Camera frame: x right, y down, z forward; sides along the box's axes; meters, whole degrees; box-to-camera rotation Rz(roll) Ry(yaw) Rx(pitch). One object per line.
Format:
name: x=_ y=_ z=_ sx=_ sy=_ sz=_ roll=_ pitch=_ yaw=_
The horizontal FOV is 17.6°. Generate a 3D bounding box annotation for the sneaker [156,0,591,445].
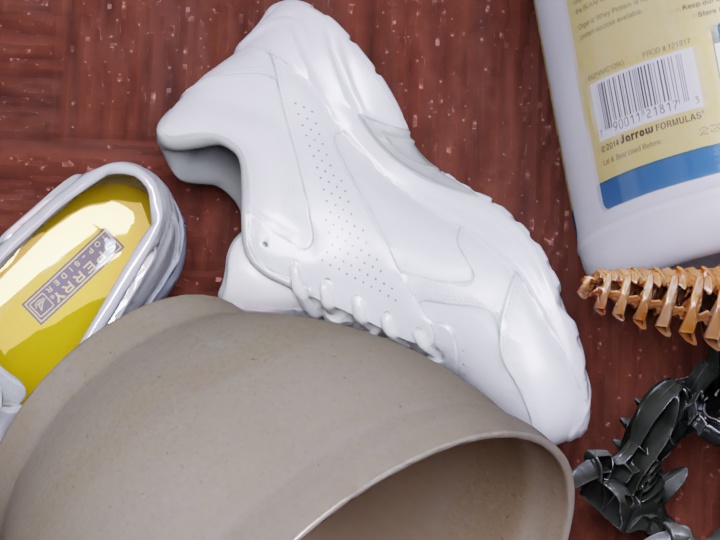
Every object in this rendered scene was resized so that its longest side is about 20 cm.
sneaker: x=0.000 y=0.000 z=0.855 sx=0.099 sy=0.078 sz=0.200 roll=-37 pitch=72 yaw=-16

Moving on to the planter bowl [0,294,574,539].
planter bowl: x=-0.045 y=0.094 z=0.794 sx=0.200 sy=0.200 sz=0.135 roll=-44 pitch=60 yaw=-8

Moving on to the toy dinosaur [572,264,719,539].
toy dinosaur: x=0.143 y=0.048 z=0.819 sx=0.200 sy=0.102 sz=0.136 roll=35 pitch=97 yaw=-16

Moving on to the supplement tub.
supplement tub: x=0.135 y=-0.099 z=0.842 sx=0.144 sy=0.145 sz=0.201 roll=-9 pitch=80 yaw=-2

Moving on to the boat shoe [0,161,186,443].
boat shoe: x=-0.136 y=0.040 z=0.811 sx=0.075 sy=0.086 sz=0.202 roll=43 pitch=81 yaw=7
